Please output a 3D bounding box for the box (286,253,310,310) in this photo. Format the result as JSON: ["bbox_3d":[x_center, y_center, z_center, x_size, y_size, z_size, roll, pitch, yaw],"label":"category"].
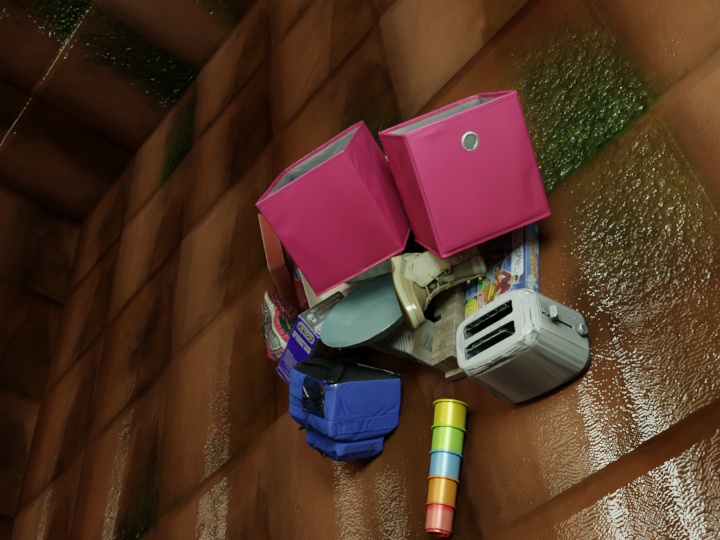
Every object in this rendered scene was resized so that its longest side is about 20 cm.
[{"bbox_3d":[-0.082,0.009,1.817,0.096,0.099,0.201,-49,33,19],"label":"box"}]

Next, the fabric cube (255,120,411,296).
[{"bbox_3d":[-0.035,-0.115,1.513,0.194,0.201,0.201,-29,16,22],"label":"fabric cube"}]

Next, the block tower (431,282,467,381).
[{"bbox_3d":[0.160,0.081,1.436,0.054,0.057,0.203,-30,44,42],"label":"block tower"}]

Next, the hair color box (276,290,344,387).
[{"bbox_3d":[-0.086,0.139,1.635,0.065,0.109,0.201,45,142,18],"label":"hair color box"}]

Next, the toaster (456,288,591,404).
[{"bbox_3d":[0.228,0.112,1.236,0.199,0.128,0.115,-34,39,38],"label":"toaster"}]

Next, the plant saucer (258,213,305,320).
[{"bbox_3d":[-0.173,-0.003,1.906,0.036,0.201,0.201,-19,42,0],"label":"plant saucer"}]

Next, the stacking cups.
[{"bbox_3d":[0.135,0.304,1.299,0.060,0.060,0.203,-24,51,45],"label":"stacking cups"}]

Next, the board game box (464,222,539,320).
[{"bbox_3d":[0.233,0.025,1.391,0.135,0.034,0.203,-27,44,43],"label":"board game box"}]

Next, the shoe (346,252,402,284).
[{"bbox_3d":[0.000,0.000,1.582,0.198,0.054,0.070,-22,20,36],"label":"shoe"}]

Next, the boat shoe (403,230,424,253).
[{"bbox_3d":[0.112,-0.069,1.614,0.063,0.073,0.203,40,107,44],"label":"boat shoe"}]

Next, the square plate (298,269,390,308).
[{"bbox_3d":[-0.040,-0.034,1.677,0.196,0.028,0.203,-30,66,25],"label":"square plate"}]

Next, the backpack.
[{"bbox_3d":[-0.046,0.241,1.514,0.199,0.160,0.171,15,97,57],"label":"backpack"}]

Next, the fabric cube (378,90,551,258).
[{"bbox_3d":[0.164,-0.160,1.367,0.193,0.202,0.200,-20,13,-6],"label":"fabric cube"}]

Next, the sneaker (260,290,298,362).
[{"bbox_3d":[-0.176,0.110,1.745,0.075,0.080,0.201,-53,23,15],"label":"sneaker"}]

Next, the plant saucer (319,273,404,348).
[{"bbox_3d":[0.023,0.080,1.478,0.199,0.039,0.202,-27,23,12],"label":"plant saucer"}]

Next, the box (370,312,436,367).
[{"bbox_3d":[0.069,0.116,1.521,0.199,0.082,0.069,7,71,59],"label":"box"}]

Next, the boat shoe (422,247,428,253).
[{"bbox_3d":[0.173,-0.083,1.543,0.069,0.070,0.203,6,79,56],"label":"boat shoe"}]

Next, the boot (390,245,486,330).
[{"bbox_3d":[0.131,0.015,1.373,0.152,0.073,0.201,-14,27,5],"label":"boot"}]
